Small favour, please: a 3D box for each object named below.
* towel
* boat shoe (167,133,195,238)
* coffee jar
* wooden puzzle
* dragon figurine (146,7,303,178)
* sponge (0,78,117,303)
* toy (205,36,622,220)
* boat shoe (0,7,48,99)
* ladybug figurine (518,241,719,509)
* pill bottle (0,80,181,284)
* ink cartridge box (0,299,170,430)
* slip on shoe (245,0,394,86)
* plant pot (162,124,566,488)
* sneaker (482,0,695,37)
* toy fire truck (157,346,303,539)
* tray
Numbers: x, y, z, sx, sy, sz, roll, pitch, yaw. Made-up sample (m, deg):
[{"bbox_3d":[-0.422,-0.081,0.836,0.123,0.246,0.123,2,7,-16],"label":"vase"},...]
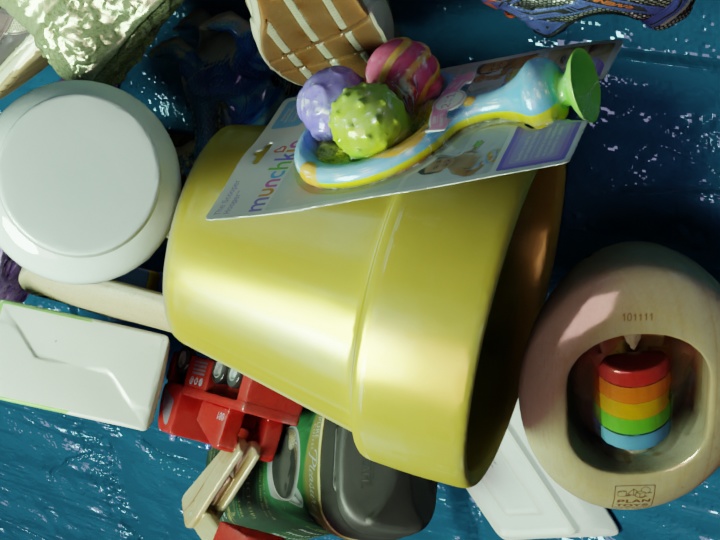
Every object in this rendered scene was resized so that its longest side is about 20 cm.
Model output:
[{"bbox_3d":[-0.143,-0.208,0.899,0.148,0.037,0.200,44,116,-5],"label":"towel"},{"bbox_3d":[-0.092,-0.034,1.055,0.199,0.073,0.063,20,136,19],"label":"boat shoe"},{"bbox_3d":[-0.028,0.142,1.137,0.085,0.105,0.200,11,165,-33],"label":"coffee jar"},{"bbox_3d":[-0.103,0.029,1.097,0.185,0.046,0.200,13,173,29],"label":"wooden puzzle"},{"bbox_3d":[-0.059,-0.116,0.960,0.200,0.059,0.100,-20,116,43],"label":"dragon figurine"},{"bbox_3d":[-0.224,-0.046,1.111,0.030,0.112,0.200,34,141,7],"label":"sponge"},{"bbox_3d":[0.020,-0.084,0.799,0.199,0.115,0.047,-4,125,27],"label":"toy"},{"bbox_3d":[-0.203,-0.173,1.008,0.065,0.072,0.200,48,136,-6],"label":"boat shoe"},{"bbox_3d":[0.159,0.060,0.944,0.135,0.072,0.201,-2,130,2],"label":"ladybug figurine"},{"bbox_3d":[-0.159,-0.047,0.908,0.112,0.112,0.200,42,173,-6],"label":"pill bottle"},{"bbox_3d":[-0.197,0.068,1.139,0.117,0.068,0.200,13,174,-6],"label":"ink cartridge box"},{"bbox_3d":[-0.030,-0.156,0.807,0.076,0.061,0.200,-4,159,17],"label":"slip on shoe"},{"bbox_3d":[0.000,0.000,0.902,0.188,0.201,0.201,15,137,14],"label":"plant pot"},{"bbox_3d":[0.080,-0.153,0.812,0.199,0.075,0.079,9,137,32],"label":"sneaker"},{"bbox_3d":[-0.091,0.132,1.107,0.049,0.142,0.200,19,173,-29],"label":"toy fire truck"},{"bbox_3d":[0.089,0.120,1.114,0.107,0.022,0.200,-11,121,44],"label":"tray"}]
